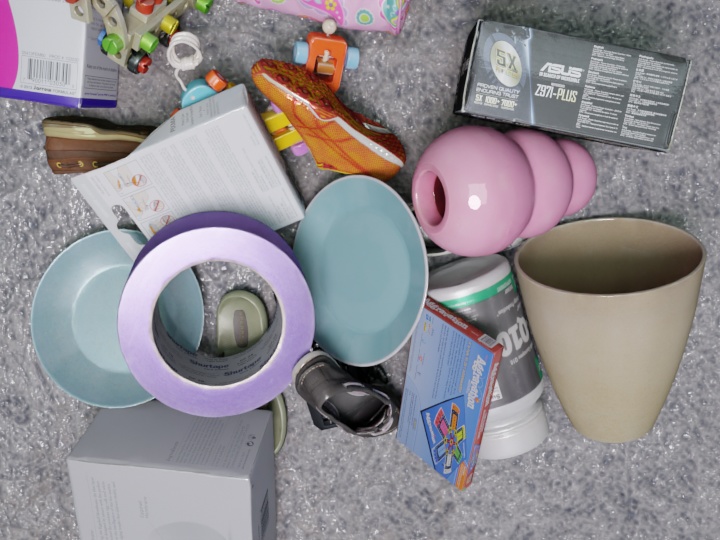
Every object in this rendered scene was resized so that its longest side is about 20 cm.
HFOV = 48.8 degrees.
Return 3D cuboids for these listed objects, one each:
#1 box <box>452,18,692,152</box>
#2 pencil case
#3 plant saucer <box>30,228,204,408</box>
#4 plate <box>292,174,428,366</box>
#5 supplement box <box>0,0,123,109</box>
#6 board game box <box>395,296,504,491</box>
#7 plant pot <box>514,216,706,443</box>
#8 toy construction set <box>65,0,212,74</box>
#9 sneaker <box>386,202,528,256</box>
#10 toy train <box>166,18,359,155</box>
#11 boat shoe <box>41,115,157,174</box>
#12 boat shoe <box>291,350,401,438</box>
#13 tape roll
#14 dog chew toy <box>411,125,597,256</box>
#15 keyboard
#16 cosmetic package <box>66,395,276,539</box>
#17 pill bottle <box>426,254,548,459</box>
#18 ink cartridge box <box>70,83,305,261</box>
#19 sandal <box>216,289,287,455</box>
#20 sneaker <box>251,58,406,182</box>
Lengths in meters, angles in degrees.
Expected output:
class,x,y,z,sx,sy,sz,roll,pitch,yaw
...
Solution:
class,x,y,z,sx,sy,sz,roll,pitch,yaw
box,0.198,-0.181,0.792,0.197,0.164,0.087,12,102,2
pencil case,-0.043,-0.306,0.828,0.197,0.087,0.089,14,101,1
plant saucer,-0.276,0.055,0.917,0.198,0.039,0.204,0,84,0
plate,0.000,0.000,0.849,0.198,0.025,0.203,4,95,43
supplement box,-0.317,-0.281,0.843,0.100,0.103,0.203,9,102,3
board game box,0.090,0.133,0.838,0.103,0.019,0.202,34,134,34
plant pot,0.264,0.073,0.839,0.184,0.188,0.203,-8,114,5
toy construction set,-0.215,-0.282,0.803,0.092,0.200,0.131,42,137,7
sneaker,0.119,-0.047,0.861,0.197,0.088,0.077,-12,98,5
toy train,-0.106,-0.201,0.846,0.197,0.056,0.152,-2,123,-15
boat shoe,-0.258,-0.127,0.886,0.197,0.072,0.069,9,107,8
boat shoe,-0.004,0.152,0.862,0.067,0.057,0.200,-43,139,5
tape roll,-0.149,0.044,0.832,0.197,0.085,0.203,-2,105,-9
dog chew toy,0.151,-0.085,0.784,0.198,0.124,0.126,-12,101,-26
keyboard,-0.035,0.087,0.921,0.103,0.040,0.203,-16,100,7
cosmetic package,-0.204,0.264,0.899,0.197,0.123,0.202,4,116,4
pill bottle,0.135,0.094,0.870,0.112,0.113,0.202,-17,103,7
ink cartridge box,-0.178,-0.089,0.850,0.198,0.048,0.161,-20,135,7
sandal,-0.137,0.125,0.925,0.079,0.057,0.204,-8,100,6
sneaker,-0.039,-0.144,0.828,0.199,0.073,0.077,35,119,-29
